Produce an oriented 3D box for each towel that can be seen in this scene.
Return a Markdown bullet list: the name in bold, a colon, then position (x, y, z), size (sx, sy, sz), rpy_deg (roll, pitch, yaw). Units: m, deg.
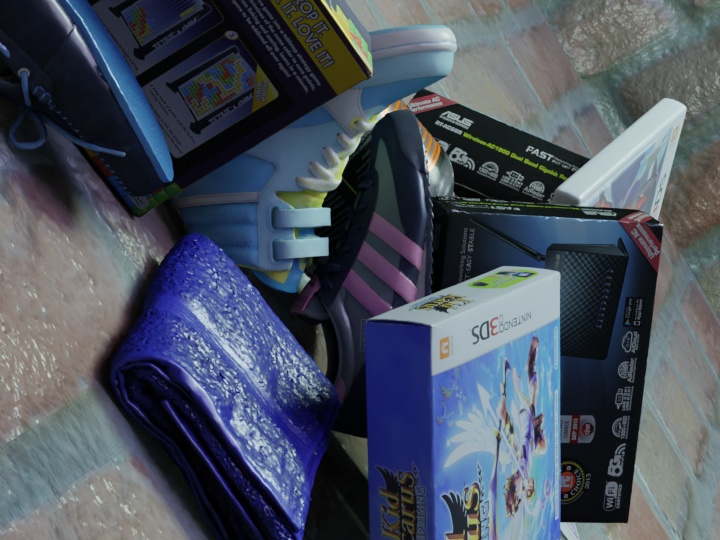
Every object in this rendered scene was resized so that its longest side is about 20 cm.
- **towel**: position (-0.065, 0.067, 1.284), size (0.148, 0.049, 0.200), rpy_deg (57, 14, -15)

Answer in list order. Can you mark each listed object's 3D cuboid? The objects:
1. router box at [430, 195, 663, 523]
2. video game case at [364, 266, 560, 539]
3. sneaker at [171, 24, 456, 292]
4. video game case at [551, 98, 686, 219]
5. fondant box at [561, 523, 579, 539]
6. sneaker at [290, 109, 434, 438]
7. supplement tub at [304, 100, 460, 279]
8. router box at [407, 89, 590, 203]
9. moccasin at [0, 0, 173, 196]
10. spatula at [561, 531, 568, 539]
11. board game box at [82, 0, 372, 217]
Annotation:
- **router box**: position (0.102, 0.057, 1.499), size (0.062, 0.149, 0.202), rpy_deg (-155, -111, -68)
- **video game case**: position (0.063, 0.111, 1.378), size (0.181, 0.045, 0.202), rpy_deg (-19, 110, -60)
- **sneaker**: position (-0.022, -0.062, 1.410), size (0.079, 0.199, 0.131), rpy_deg (-6, 77, -72)
- **video game case**: position (0.164, -0.006, 1.654), size (0.023, 0.183, 0.200), rpy_deg (22, 31, 20)
- **fondant box**: position (0.105, 0.202, 1.599), size (0.144, 0.058, 0.201), rpy_deg (51, 15, -33)
- **sneaker**: position (0.000, 0.000, 1.439), size (0.070, 0.081, 0.202), rpy_deg (139, -47, -78)
- **supplement tub**: position (-0.024, -0.076, 1.530), size (0.200, 0.122, 0.123), rpy_deg (49, 16, -16)
- **router box**: position (0.103, -0.035, 1.755), size (0.149, 0.062, 0.200), rpy_deg (25, -21, 19)
- **moccasin**: position (-0.172, -0.118, 1.252), size (0.201, 0.068, 0.081), rpy_deg (57, 6, -19)
- **spatula**: position (0.114, 0.143, 1.582), size (0.201, 0.020, 0.056), rpy_deg (62, 26, 1)
- **board game box**: position (-0.114, -0.153, 1.318), size (0.200, 0.165, 0.057), rpy_deg (54, 15, -25)
